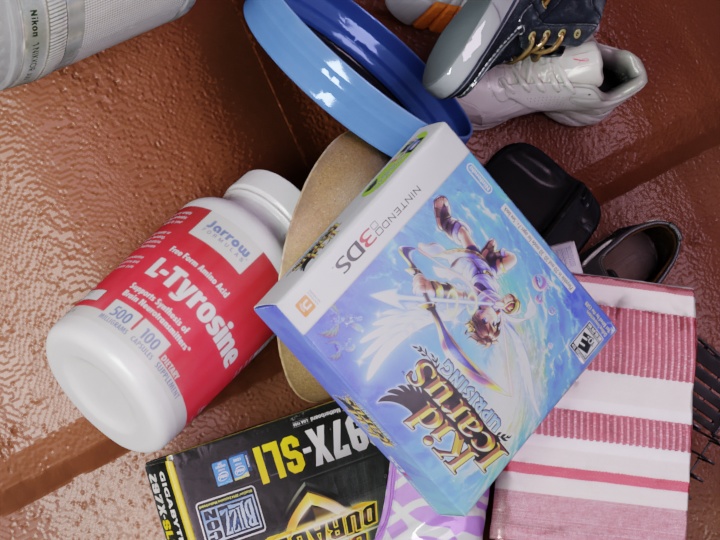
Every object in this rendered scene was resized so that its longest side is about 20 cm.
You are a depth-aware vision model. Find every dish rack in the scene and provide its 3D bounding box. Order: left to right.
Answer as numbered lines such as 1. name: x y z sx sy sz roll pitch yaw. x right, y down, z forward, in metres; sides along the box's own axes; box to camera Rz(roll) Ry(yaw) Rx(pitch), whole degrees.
1. dish rack: 0.217 0.138 1.441 0.153 0.055 0.201 34 88 -19

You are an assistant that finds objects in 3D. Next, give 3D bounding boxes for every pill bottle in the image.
1. pill bottle: -0.115 0.022 1.270 0.113 0.112 0.200 51 59 -11

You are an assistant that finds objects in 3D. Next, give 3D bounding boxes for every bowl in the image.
1. bowl: -0.004 -0.151 1.349 0.200 0.201 0.039 37 108 -14

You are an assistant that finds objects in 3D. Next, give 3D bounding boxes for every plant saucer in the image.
1. plant saucer: 0.000 0.000 1.315 0.200 0.035 0.202 12 90 -67

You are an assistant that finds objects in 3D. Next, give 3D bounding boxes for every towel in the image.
1. towel: 0.170 0.104 1.317 0.143 0.023 0.202 7 76 -7

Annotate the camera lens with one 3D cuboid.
1. camera lens: -0.214 -0.221 1.236 0.199 0.160 0.161 -29 94 -32

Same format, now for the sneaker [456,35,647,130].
1. sneaker: 0.147 -0.163 1.475 0.198 0.099 0.079 -6 82 -32

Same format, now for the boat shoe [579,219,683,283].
1. boat shoe: 0.186 0.024 1.477 0.200 0.067 0.072 -39 99 -29

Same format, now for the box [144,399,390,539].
1. box: -0.042 0.185 1.315 0.199 0.049 0.161 -15 85 -32

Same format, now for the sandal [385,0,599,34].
1. sandal: 0.105 -0.228 1.483 0.205 0.079 0.060 8 71 -35

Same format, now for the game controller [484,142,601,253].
1. game controller: 0.111 -0.016 1.454 0.104 0.042 0.200 36 60 8

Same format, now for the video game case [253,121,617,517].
1. video game case: 0.056 0.034 1.244 0.200 0.045 0.181 48 69 -14

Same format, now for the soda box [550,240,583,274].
1. soda box: 0.155 0.085 1.367 0.063 0.068 0.202 -14 82 -3

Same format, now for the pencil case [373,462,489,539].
1. pencil case: 0.055 0.123 1.309 0.085 0.084 0.202 12 72 -19

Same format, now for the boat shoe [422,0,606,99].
1. boat shoe: 0.126 -0.185 1.391 0.091 0.071 0.201 42 58 -16
